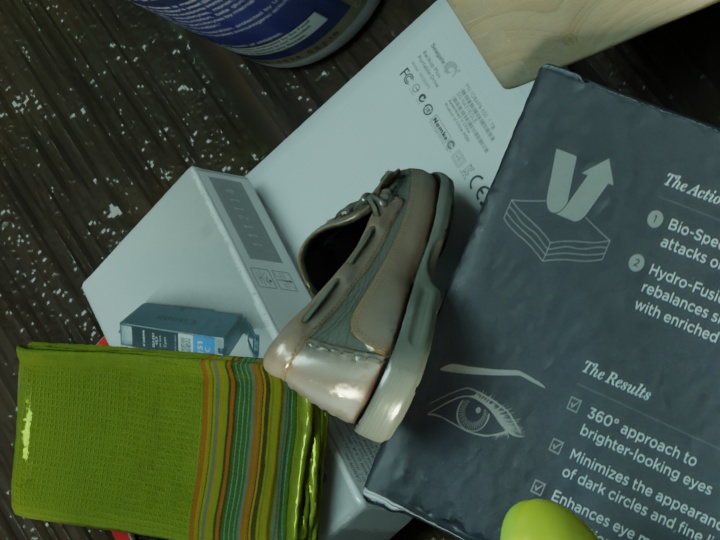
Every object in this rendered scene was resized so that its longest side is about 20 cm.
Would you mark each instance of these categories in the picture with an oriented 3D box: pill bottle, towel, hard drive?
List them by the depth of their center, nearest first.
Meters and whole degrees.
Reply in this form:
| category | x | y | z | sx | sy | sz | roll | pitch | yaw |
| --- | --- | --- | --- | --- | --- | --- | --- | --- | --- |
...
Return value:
| category | x | y | z | sx | sy | sz | roll | pitch | yaw |
| --- | --- | --- | --- | --- | --- | --- | --- | --- | --- |
| towel | -0.093 | 0.080 | 1.203 | 0.200 | 0.018 | 0.086 | 3 | 86 | 43 |
| hard drive | 0.020 | -0.033 | 1.239 | 0.200 | 0.027 | 0.132 | -41 | 58 | 18 |
| pill bottle | -0.080 | -0.175 | 1.240 | 0.111 | 0.200 | 0.111 | -10 | 72 | 32 |

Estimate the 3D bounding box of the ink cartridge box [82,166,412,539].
| category | x | y | z | sx | sy | sz | roll | pitch | yaw |
| --- | --- | --- | --- | --- | --- | --- | --- | --- | --- |
| ink cartridge box | -0.079 | 0.083 | 1.243 | 0.176 | 0.045 | 0.200 | -46 | 56 | 28 |

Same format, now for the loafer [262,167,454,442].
| category | x | y | z | sx | sy | sz | roll | pitch | yaw |
| --- | --- | --- | --- | --- | --- | --- | --- | --- | --- |
| loafer | 0.000 | 0.000 | 1.119 | 0.200 | 0.063 | 0.072 | -81 | 15 | -64 |

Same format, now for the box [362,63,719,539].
| category | x | y | z | sx | sy | sz | roll | pitch | yaw |
| --- | --- | --- | --- | --- | --- | --- | --- | --- | --- |
| box | 0.139 | 0.046 | 1.077 | 0.197 | 0.117 | 0.200 | 24 | 92 | 36 |

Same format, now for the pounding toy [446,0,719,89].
| category | x | y | z | sx | sy | sz | roll | pitch | yaw |
| --- | --- | --- | --- | --- | --- | --- | --- | --- | --- |
| pounding toy | 0.085 | -0.182 | 1.112 | 0.200 | 0.142 | 0.184 | -22 | 24 | 28 |

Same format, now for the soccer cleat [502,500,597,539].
| category | x | y | z | sx | sy | sz | roll | pitch | yaw |
| --- | --- | --- | --- | --- | --- | --- | --- | --- | --- |
| soccer cleat | 0.116 | 0.167 | 0.965 | 0.084 | 0.065 | 0.200 | -22 | 100 | 30 |
